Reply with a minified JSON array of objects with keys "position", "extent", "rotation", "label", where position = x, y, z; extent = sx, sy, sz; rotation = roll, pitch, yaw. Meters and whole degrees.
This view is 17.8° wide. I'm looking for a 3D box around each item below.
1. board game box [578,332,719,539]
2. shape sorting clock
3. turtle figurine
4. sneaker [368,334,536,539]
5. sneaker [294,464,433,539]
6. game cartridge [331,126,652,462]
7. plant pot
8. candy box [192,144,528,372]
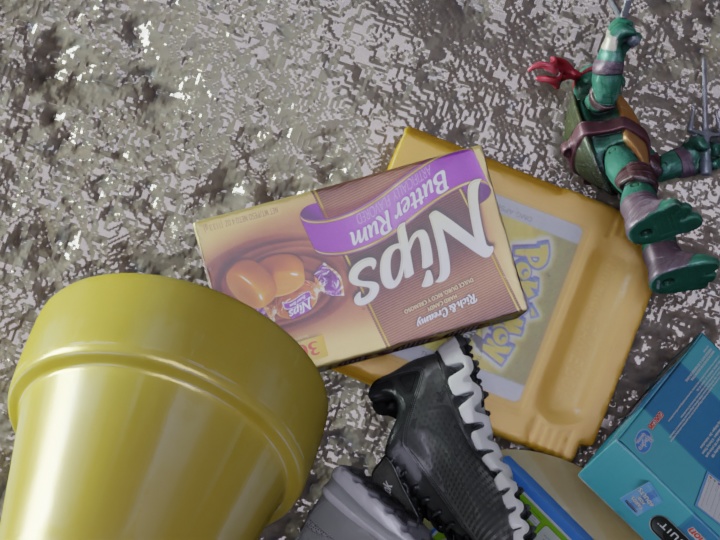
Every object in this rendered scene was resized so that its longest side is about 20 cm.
[{"position":[0.255,0.155,1.505],"extent":[0.200,0.047,0.151],"rotation":[44,40,3],"label":"board game box"},{"position":[0.100,0.219,1.525],"extent":[0.200,0.039,0.200],"rotation":[-3,79,13],"label":"shape sorting clock"},{"position":[0.186,-0.088,1.548],"extent":[0.101,0.150,0.200],"rotation":[-30,50,24],"label":"turtle figurine"},{"position":[0.057,0.142,1.488],"extent":[0.090,0.066,0.200],"rotation":[-17,62,-2],"label":"sneaker"},{"position":[0.036,0.218,1.491],"extent":[0.200,0.075,0.082],"rotation":[44,101,28],"label":"sneaker"},{"position":[0.091,0.018,1.568],"extent":[0.200,0.032,0.176],"rotation":[21,83,2],"label":"game cartridge"},{"position":[-0.139,0.135,1.430],"extent":[0.201,0.201,0.189],"rotation":[19,53,1],"label":"plant pot"},{"position":[0.000,0.000,1.525],"extent":[0.200,0.056,0.117],"rotation":[-15,84,-3],"label":"candy box"}]
